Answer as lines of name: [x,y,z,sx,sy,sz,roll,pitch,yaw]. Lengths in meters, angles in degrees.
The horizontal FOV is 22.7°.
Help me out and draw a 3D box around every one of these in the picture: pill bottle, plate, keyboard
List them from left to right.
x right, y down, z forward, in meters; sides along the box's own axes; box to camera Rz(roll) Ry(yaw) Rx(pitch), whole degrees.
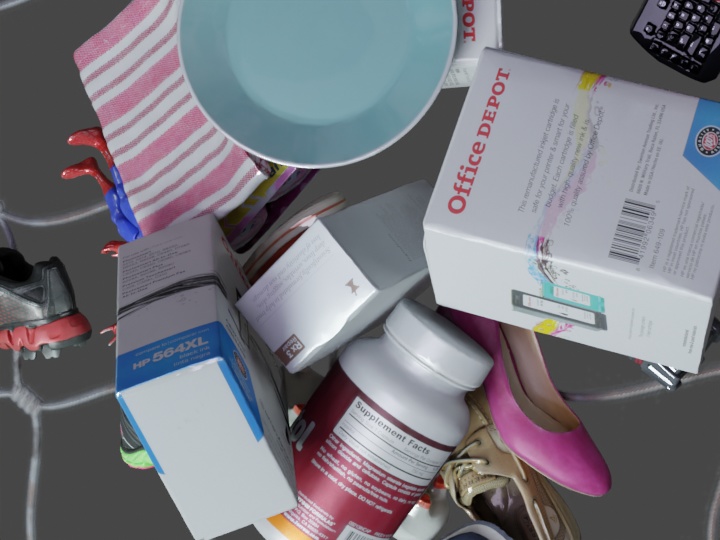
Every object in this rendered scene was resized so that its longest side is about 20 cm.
plate: [-0.030,-0.170,1.263,0.200,0.026,0.201,-1,86,7]
pill bottle: [0.009,0.125,1.348,0.113,0.113,0.200,37,100,13]
keyboard: [0.251,-0.240,1.274,0.104,0.040,0.200,31,110,14]

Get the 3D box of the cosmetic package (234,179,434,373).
cosmetic package: [0.000,0.000,1.341,0.102,0.200,0.074,-44,81,24]

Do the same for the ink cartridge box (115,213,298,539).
ink cartridge box: [-0.113,0.073,1.309,0.084,0.200,0.146,-21,122,7]

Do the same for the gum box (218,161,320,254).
gum box: [-0.087,-0.112,1.430,0.114,0.066,0.200,47,114,10]

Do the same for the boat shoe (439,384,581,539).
boat shoe: [0.099,0.155,1.403,0.071,0.065,0.200,-41,83,25]

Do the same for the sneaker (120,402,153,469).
sneaker: [-0.144,0.115,1.466,0.200,0.077,0.084,-12,94,48]

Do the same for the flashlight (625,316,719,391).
flashlight: [0.177,0.003,1.344,0.200,0.068,0.068,42,123,16]

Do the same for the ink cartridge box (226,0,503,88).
ink cartridge box: [0.005,-0.207,1.318,0.200,0.084,0.145,-3,83,8]

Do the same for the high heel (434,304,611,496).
high heel: [0.136,0.078,1.373,0.200,0.067,0.096,50,125,21]

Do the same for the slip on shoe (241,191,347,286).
slip on shoe: [-0.067,0.012,1.446,0.061,0.074,0.200,42,119,5]

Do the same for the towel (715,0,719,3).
towel: [0.262,-0.245,1.182,0.145,0.200,0.022,-50,56,20]

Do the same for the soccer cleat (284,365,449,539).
soccer cleat: [-0.015,0.152,1.454,0.200,0.069,0.078,40,132,15]

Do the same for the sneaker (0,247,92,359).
sneaker: [-0.331,0.030,1.563,0.200,0.071,0.098,-6,98,22]

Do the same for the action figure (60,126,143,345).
action figure: [-0.196,-0.021,1.453,0.200,0.099,0.065,46,143,23]

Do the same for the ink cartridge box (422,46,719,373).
ink cartridge box: [0.161,-0.041,1.252,0.200,0.146,0.147,15,70,12]

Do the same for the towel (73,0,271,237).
towel: [-0.152,-0.121,1.389,0.146,0.030,0.200,-37,67,38]

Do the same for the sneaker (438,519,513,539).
sneaker: [0.044,0.264,1.411,0.070,0.082,0.200,46,138,5]
